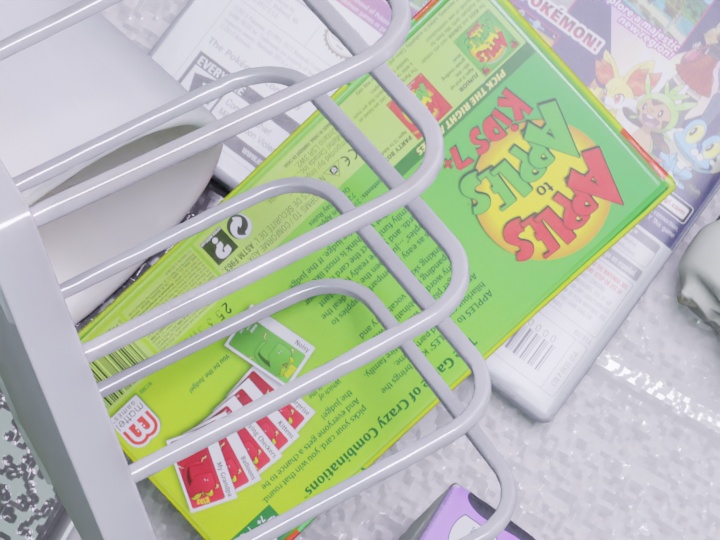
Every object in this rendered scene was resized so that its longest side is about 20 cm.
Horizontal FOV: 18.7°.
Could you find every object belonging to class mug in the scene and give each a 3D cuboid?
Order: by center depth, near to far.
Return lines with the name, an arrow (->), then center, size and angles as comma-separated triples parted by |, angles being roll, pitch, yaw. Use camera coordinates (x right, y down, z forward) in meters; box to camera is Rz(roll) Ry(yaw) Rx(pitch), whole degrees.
mug -> -0.162, -0.050, 0.737 | 0.186, 0.150, 0.153 | -31, 76, -41

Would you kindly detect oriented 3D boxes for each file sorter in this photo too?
file sorter -> -0.045, -0.004, 0.611 | 0.124, 0.201, 0.139 | -27, 46, -12

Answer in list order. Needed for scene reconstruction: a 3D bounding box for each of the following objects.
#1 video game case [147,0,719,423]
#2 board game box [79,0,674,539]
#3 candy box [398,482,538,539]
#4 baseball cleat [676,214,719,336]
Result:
video game case -> 0.042, -0.075, 0.815 | 0.200, 0.023, 0.183 | 37, 84, 2
board game box -> 0.000, 0.000, 0.760 | 0.200, 0.048, 0.102 | -43, 93, 7
candy box -> 0.063, 0.200, 0.735 | 0.200, 0.072, 0.168 | 35, 62, -1
baseball cleat -> 0.208, 0.043, 0.787 | 0.106, 0.070, 0.200 | -43, 88, -6
